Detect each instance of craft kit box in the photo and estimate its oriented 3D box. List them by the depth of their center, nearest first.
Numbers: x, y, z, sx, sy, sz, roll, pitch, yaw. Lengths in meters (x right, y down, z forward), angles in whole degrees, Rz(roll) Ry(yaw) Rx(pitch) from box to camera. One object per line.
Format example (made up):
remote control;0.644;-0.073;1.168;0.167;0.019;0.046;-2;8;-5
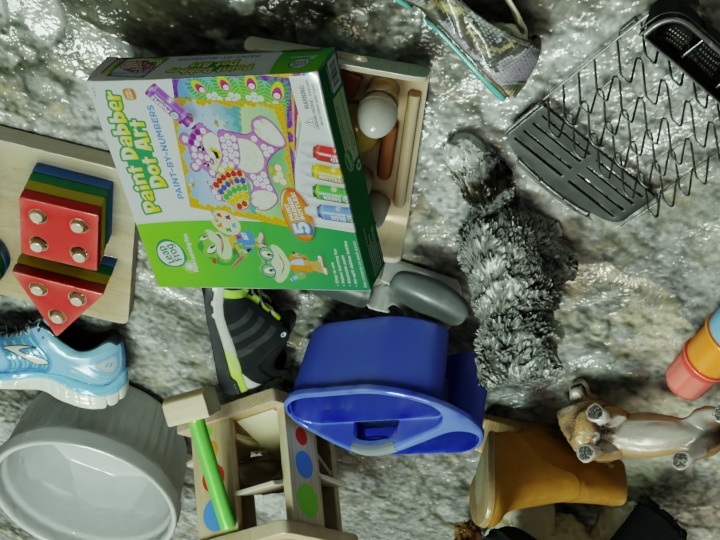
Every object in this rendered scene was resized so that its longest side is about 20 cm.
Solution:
craft kit box;-0.095;-0.076;1.026;0.196;0.049;0.201;2;127;24

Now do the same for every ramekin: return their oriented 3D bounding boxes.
ramekin;-0.277;0.203;1.366;0.199;0.105;0.201;6;134;6

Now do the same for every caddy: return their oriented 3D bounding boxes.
caddy;0.024;0.118;1.177;0.199;0.106;0.141;-10;147;43

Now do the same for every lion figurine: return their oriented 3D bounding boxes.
lion figurine;0.265;0.145;1.165;0.199;0.073;0.122;7;178;26

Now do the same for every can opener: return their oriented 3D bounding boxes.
can opener;0.000;0.000;1.139;0.199;0.053;0.067;17;154;-2

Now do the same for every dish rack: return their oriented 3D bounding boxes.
dish rack;0.214;-0.106;0.989;0.153;0.055;0.200;36;131;-20

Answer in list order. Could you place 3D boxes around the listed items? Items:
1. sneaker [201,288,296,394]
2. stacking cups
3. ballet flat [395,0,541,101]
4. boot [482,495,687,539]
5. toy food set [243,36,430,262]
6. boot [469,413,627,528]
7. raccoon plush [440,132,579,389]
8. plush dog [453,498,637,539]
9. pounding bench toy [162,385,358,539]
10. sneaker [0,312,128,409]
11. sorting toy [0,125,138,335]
sneaker;-0.102;0.034;1.203;0.082;0.072;0.201;-10;137;-7
stacking cups;0.329;0.047;1.105;0.060;0.061;0.200;20;136;-7
ballet flat;0.055;-0.205;0.931;0.200;0.072;0.072;36;131;-22
boot;0.229;0.279;1.230;0.199;0.162;0.073;50;162;-1
toy food set;-0.026;-0.093;1.050;0.143;0.061;0.201;10;134;3
boot;0.177;0.193;1.200;0.143;0.201;0.071;16;107;2
raccoon plush;0.103;0.006;1.064;0.096;0.134;0.200;-25;124;33
plush dog;0.187;0.302;1.346;0.199;0.161;0.172;18;158;-6
pounding bench toy;-0.110;0.207;1.244;0.124;0.157;0.200;-20;153;28
sneaker;-0.323;0.068;1.284;0.199;0.078;0.090;11;116;-2
sorting toy;-0.306;-0.027;1.173;0.199;0.070;0.199;14;135;-1
